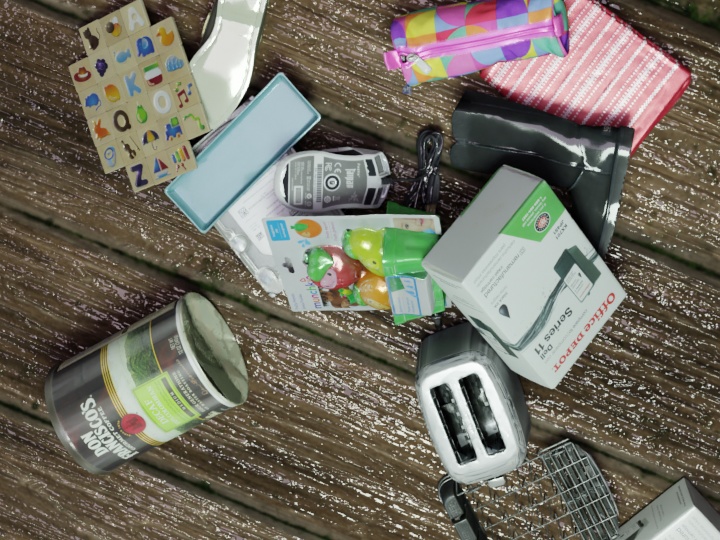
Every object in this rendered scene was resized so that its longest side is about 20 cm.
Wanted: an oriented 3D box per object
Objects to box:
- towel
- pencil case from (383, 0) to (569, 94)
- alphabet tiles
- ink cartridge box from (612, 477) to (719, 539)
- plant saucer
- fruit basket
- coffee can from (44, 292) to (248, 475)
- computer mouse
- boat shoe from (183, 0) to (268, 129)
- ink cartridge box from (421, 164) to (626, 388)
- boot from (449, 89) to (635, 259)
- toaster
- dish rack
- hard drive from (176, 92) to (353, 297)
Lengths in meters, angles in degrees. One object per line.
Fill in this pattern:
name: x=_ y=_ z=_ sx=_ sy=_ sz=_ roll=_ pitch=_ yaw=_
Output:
towel: x=0.252 y=-0.217 z=1.322 sx=0.199 sy=0.023 sz=0.145 roll=36 pitch=108 yaw=0
pencil case: x=0.128 y=-0.254 z=1.285 sx=0.197 sy=0.088 sz=0.090 roll=-11 pitch=103 yaw=18
alphabet tiles: x=-0.257 y=-0.200 z=1.369 sx=0.165 sy=0.006 sz=0.203 roll=-17 pitch=93 yaw=31
ink cartridge box: x=0.365 y=0.375 z=1.425 sx=0.200 sy=0.083 sz=0.147 roll=-43 pitch=96 yaw=15
plant saucer: x=-0.135 y=-0.134 z=1.359 sx=0.200 sy=0.019 sz=0.070 roll=-43 pitch=95 yaw=15
fruit basket: x=0.000 y=0.000 z=1.344 sx=0.197 sy=0.095 sz=0.186 roll=-5 pitch=144 yaw=6
coffee can: x=-0.254 y=0.135 z=1.416 sx=0.198 sy=0.146 sz=0.148 roll=-28 pitch=99 yaw=13
computer mouse: x=-0.004 y=-0.108 z=1.352 sx=0.197 sy=0.044 sz=0.111 roll=0 pitch=107 yaw=-13
boat shoe: x=-0.148 y=-0.259 z=1.346 sx=0.071 sy=0.060 sz=0.204 roll=19 pitch=110 yaw=-5
ink cartridge box: x=0.183 y=0.010 z=1.294 sx=0.147 sy=0.083 sz=0.200 roll=-50 pitch=124 yaw=-9
boot: x=0.195 y=-0.106 z=1.332 sx=0.197 sy=0.066 sz=0.167 roll=11 pitch=123 yaw=10
toaster: x=0.128 y=0.149 z=1.376 sx=0.112 sy=0.129 sz=0.203 roll=-18 pitch=101 yaw=11
dish rack: x=0.208 y=0.294 z=1.443 sx=0.198 sy=0.055 sz=0.155 roll=-26 pitch=101 yaw=11
hard drive: x=-0.113 y=-0.087 z=1.397 sx=0.139 sy=0.038 sz=0.201 roll=-36 pitch=98 yaw=15
